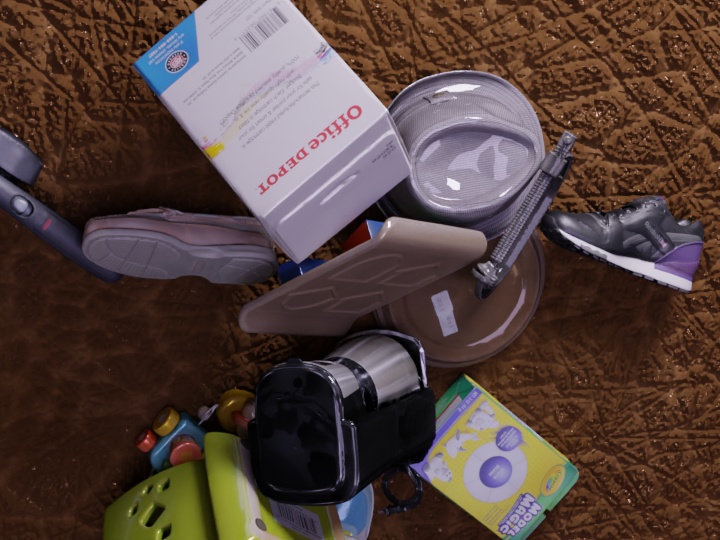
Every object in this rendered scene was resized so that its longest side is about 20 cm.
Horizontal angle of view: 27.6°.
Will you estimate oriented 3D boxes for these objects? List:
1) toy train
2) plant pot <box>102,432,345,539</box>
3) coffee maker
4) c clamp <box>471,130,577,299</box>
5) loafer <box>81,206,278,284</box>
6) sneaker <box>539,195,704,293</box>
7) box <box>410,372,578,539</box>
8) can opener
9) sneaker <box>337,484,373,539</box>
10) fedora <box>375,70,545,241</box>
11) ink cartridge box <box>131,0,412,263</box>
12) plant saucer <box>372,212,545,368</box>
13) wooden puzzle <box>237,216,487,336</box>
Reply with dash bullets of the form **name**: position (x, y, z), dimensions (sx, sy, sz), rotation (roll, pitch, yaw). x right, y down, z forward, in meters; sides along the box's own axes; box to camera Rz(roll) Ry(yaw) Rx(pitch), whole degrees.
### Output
- **toy train**: position (-0.132, 0.200, 1.527), dimensions (0.198, 0.056, 0.151), rotation (-10, 110, -13)
- **plant pot**: position (-0.122, 0.293, 1.453), dimensions (0.200, 0.200, 0.181), rotation (35, 112, -32)
- **coffee maker**: position (-0.007, 0.166, 1.445), dimensions (0.134, 0.200, 0.193), rotation (-28, 86, 28)
- **c clamp**: position (0.160, -0.053, 1.450), dimensions (0.027, 0.171, 0.201), rotation (32, 105, 10)
- **loafer**: position (-0.176, -0.031, 1.426), dimensions (0.199, 0.063, 0.072), rotation (9, 144, -27)
- **sneaker**: position (0.280, -0.046, 1.562), dimensions (0.199, 0.076, 0.088), rotation (18, 93, -28)
- **box**: position (0.149, 0.218, 1.620), dimensions (0.200, 0.048, 0.118), rotation (39, 95, -25)
- **can opener**: position (-0.303, -0.052, 1.388), dimensions (0.079, 0.063, 0.200), rotation (-46, 113, 2)
- **sneaker**: position (-0.026, 0.322, 1.558), dimensions (0.079, 0.131, 0.201), rotation (16, 103, -19)
- **fedora**: position (0.109, -0.109, 1.456), dimensions (0.198, 0.090, 0.179), rotation (-5, 97, -15)
- **ink cartridge box**: position (-0.075, -0.138, 1.329), dimensions (0.147, 0.145, 0.200), rotation (-39, 70, -1)
- **plant saucer**: position (0.107, 0.013, 1.548), dimensions (0.198, 0.029, 0.202), rotation (-5, 110, -15)
- **wooden puzzle**: position (0.000, 0.000, 1.424), dimensions (0.199, 0.047, 0.185), rotation (-32, 160, 29)
